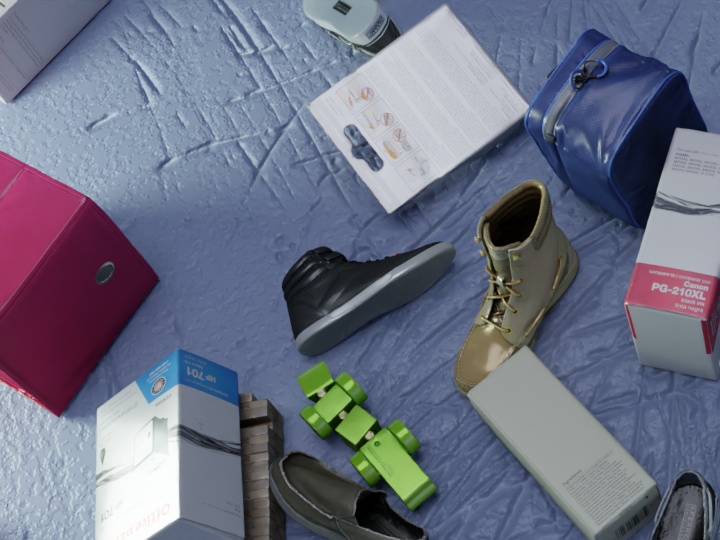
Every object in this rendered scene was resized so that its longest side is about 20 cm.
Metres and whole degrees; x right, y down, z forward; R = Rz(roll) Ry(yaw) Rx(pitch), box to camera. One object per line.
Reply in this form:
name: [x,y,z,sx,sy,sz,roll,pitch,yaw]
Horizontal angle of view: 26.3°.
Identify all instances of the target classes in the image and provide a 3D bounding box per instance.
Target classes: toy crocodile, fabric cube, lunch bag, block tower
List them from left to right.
fabric cube: [-0.384,0.008,1.712,0.200,0.196,0.200,26,73,28]
block tower: [-0.110,0.226,1.582,0.054,0.058,0.200,-12,60,13]
toy crocodile: [0.003,0.167,1.579,0.068,0.062,0.200,-44,63,-8]
lunch bag: [0.254,-0.150,1.580,0.132,0.200,0.136,33,81,33]

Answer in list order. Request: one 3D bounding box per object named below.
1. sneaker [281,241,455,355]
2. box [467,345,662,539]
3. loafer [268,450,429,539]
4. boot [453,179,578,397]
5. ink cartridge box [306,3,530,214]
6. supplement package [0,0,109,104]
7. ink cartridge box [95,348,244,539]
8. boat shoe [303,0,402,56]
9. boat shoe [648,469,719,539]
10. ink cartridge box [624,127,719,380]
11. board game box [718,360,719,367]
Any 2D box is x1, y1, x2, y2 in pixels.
sneaker: [0.000,0.000,1.659,0.200,0.071,0.099,-31,62,5]
box: [0.198,0.174,1.498,0.082,0.068,0.200,-38,57,-4]
loafer: [-0.005,0.233,1.521,0.200,0.070,0.075,33,35,23]
boot: [0.144,0.020,1.549,0.073,0.156,0.200,29,74,29]
ink cartridge box: [0.067,-0.177,1.719,0.200,0.050,0.161,-37,80,-2]
supplement package: [-0.441,-0.337,1.968,0.117,0.117,0.200,36,78,31]
ink cartridge box: [-0.195,0.204,1.561,0.146,0.086,0.200,-36,42,32]
boat shoe: [-0.004,-0.301,1.829,0.074,0.068,0.199,-51,34,0]
boat shoe: [0.287,0.280,1.409,0.072,0.068,0.200,11,66,24]
ink cartridge box: [0.330,-0.016,1.512,0.084,0.145,0.200,11,67,22]
board game box: [0.376,0.192,1.380,0.064,0.148,0.200,-13,60,13]
